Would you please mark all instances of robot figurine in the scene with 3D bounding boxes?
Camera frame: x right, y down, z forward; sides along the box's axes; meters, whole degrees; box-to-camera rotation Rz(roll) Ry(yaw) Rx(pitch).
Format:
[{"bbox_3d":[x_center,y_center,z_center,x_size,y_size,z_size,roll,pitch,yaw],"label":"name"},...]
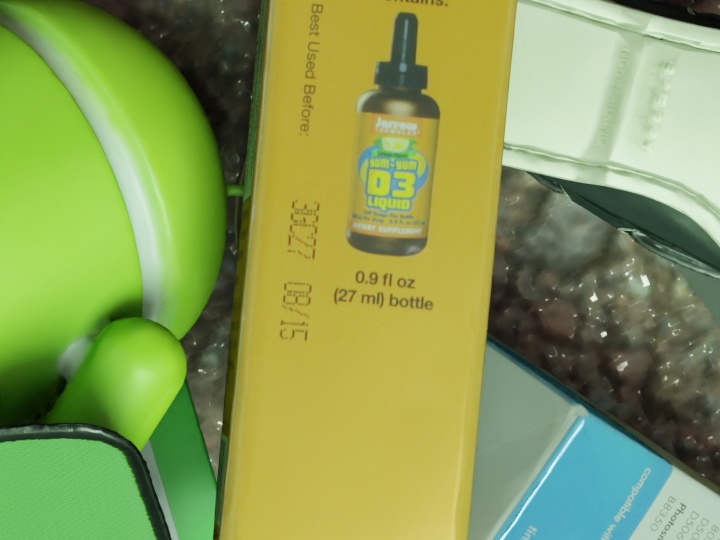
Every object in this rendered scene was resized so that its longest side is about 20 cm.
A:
[{"bbox_3d":[-0.122,-0.006,0.787,0.200,0.175,0.116,-27,144,-32],"label":"robot figurine"}]

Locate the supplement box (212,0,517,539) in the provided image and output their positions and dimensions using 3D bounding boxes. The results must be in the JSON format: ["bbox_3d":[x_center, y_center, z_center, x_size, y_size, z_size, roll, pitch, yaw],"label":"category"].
[{"bbox_3d":[0.000,0.000,0.757,0.066,0.069,0.201,6,90,-4],"label":"supplement box"}]

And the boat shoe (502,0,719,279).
[{"bbox_3d":[0.103,-0.037,0.831,0.198,0.066,0.075,16,100,-2],"label":"boat shoe"}]

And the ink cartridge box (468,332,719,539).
[{"bbox_3d":[0.084,0.089,0.878,0.200,0.116,0.067,33,91,-35],"label":"ink cartridge box"}]

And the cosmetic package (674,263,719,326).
[{"bbox_3d":[0.208,0.023,0.922,0.200,0.071,0.102,34,103,-24],"label":"cosmetic package"}]

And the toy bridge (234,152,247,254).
[{"bbox_3d":[-0.004,-0.008,0.886,0.067,0.027,0.201,-15,117,-5],"label":"toy bridge"}]

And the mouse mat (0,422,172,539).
[{"bbox_3d":[-0.144,0.093,0.776,0.199,0.008,0.161,-6,144,4],"label":"mouse mat"}]

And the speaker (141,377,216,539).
[{"bbox_3d":[-0.143,0.078,0.863,0.199,0.089,0.089,-17,117,-5],"label":"speaker"}]
